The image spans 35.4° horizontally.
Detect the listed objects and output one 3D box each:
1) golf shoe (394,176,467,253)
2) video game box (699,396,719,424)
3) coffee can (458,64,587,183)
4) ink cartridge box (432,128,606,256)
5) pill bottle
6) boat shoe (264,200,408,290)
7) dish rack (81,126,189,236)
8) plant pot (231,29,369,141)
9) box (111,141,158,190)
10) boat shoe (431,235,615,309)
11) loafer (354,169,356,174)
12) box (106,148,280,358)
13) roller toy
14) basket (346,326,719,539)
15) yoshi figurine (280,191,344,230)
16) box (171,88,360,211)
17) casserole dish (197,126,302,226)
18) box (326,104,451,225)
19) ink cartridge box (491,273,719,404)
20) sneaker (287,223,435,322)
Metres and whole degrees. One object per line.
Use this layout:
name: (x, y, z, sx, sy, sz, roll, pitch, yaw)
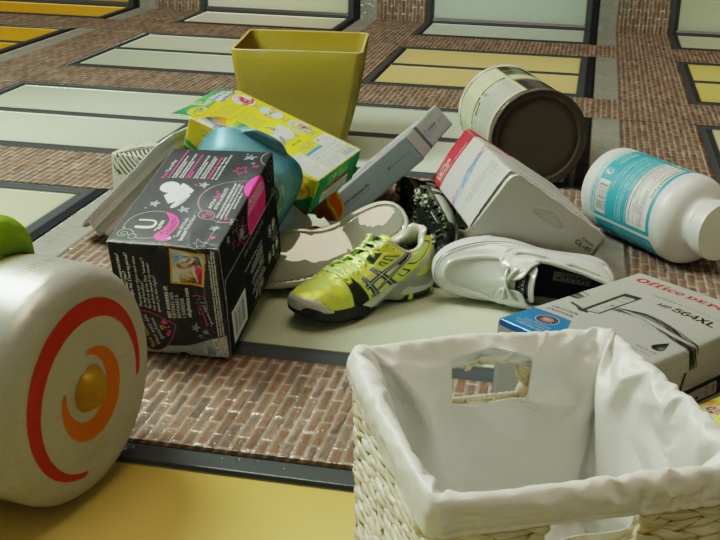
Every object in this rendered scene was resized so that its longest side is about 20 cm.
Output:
golf shoe: (0.102, -0.075, 1.419, 0.088, 0.077, 0.200, 3, 20, -12)
video game box: (0.300, 0.166, 0.835, 0.182, 0.047, 0.200, -12, 24, -37)
coffee can: (0.241, -0.224, 1.715, 0.146, 0.147, 0.200, -2, 21, -9)
ink cartridge box: (0.181, -0.076, 1.329, 0.147, 0.086, 0.200, 32, 14, -18)
pill bottle: (0.371, -0.076, 1.385, 0.111, 0.111, 0.200, -9, 24, -26)
boat shoe: (-0.040, -0.020, 1.280, 0.200, 0.060, 0.074, -24, 69, -15)
dish rack: (-0.239, -0.112, 1.404, 0.200, 0.044, 0.172, -38, 0, 32)
plant pot: (-0.092, -0.280, 1.803, 0.199, 0.177, 0.200, 2, 20, 3)
box: (-0.235, -0.128, 1.545, 0.200, 0.069, 0.082, 7, 22, 17)
boat shoe: (0.176, 0.006, 1.209, 0.200, 0.074, 0.065, 1, 16, 3)
loafer: (-0.096, -0.171, 1.660, 0.200, 0.073, 0.071, 19, 27, 40)
box: (-0.162, -0.022, 1.139, 0.114, 0.132, 0.200, 5, 33, 11)
roller toy: (-0.249, 0.079, 0.843, 0.139, 0.200, 0.183, 9, 57, 21)
basket: (0.104, 0.148, 0.707, 0.198, 0.161, 0.200, -4, 21, -13)
yoshi figurine: (-0.129, -0.074, 1.363, 0.200, 0.112, 0.112, 8, 28, 24)
box: (-0.114, -0.147, 1.317, 0.200, 0.048, 0.117, 29, 33, 13)
casserole dish: (-0.144, -0.071, 1.258, 0.121, 0.200, 0.039, 26, 40, -10)
box: (0.037, -0.140, 1.503, 0.156, 0.041, 0.200, -38, 5, 25)
ink cartridge box: (0.239, 0.078, 1.008, 0.200, 0.084, 0.146, -16, 27, -37)
sneaker: (0.000, 0.000, 1.211, 0.075, 0.077, 0.200, 22, 30, 40)
